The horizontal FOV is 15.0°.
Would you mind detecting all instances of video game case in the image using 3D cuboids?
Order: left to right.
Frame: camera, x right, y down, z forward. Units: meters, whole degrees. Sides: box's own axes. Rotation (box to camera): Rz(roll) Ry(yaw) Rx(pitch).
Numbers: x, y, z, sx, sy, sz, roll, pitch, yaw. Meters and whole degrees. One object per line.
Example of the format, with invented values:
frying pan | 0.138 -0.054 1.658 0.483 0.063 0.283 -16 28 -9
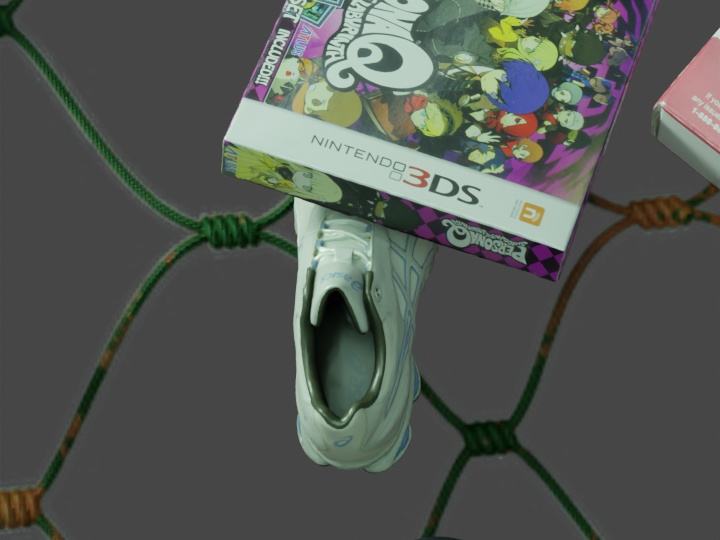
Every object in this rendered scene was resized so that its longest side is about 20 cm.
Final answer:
video game case | 0.046 -0.107 1.401 0.181 0.036 0.200 19 59 7

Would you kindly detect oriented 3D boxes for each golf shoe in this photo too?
golf shoe | 0.000 0.000 1.391 0.078 0.097 0.200 -3 78 5

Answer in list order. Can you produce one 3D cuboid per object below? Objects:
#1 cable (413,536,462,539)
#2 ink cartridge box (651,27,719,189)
cable | 0.033 0.199 1.338 0.200 0.051 0.163 4 37 -8
ink cartridge box | 0.267 -0.109 1.397 0.147 0.083 0.200 39 84 10
